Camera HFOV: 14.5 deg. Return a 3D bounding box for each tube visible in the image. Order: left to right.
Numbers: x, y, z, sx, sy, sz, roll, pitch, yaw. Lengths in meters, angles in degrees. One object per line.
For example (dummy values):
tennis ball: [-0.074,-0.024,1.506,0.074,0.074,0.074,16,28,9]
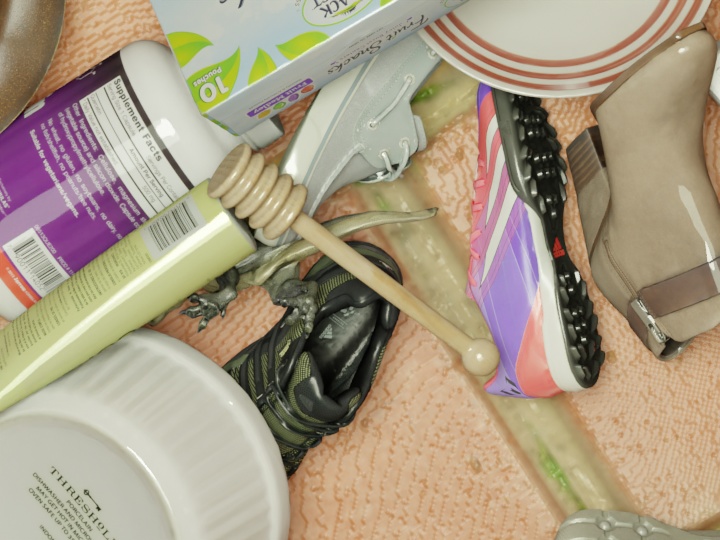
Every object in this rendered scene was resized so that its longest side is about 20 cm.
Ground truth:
tube: [-0.153,0.022,1.621,0.200,0.058,0.052,-34,75,4]

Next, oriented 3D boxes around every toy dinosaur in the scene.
toy dinosaur: [-0.056,0.003,1.661,0.199,0.088,0.048,-14,118,22]

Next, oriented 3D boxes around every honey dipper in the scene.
honey dipper: [0.000,0.000,1.607,0.200,0.038,0.038,37,97,-18]

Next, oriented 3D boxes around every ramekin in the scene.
ramekin: [-0.150,0.140,1.662,0.202,0.094,0.203,10,112,25]

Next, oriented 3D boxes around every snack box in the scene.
snack box: [-0.022,-0.185,1.577,0.200,0.053,0.143,-30,68,12]

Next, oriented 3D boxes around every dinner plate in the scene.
dinner plate: [0.112,-0.191,1.657,0.199,0.024,0.201,0,73,0]

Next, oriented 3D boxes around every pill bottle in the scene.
pill bottle: [-0.149,-0.060,1.669,0.200,0.112,0.113,-32,93,6]

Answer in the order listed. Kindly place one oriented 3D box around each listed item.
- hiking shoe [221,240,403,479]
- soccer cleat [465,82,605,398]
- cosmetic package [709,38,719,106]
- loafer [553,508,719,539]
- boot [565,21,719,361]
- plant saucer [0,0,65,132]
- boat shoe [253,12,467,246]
hiking shoe: [-0.044,0.074,1.677,0.076,0.101,0.200,31,97,-10]
soccer cleat: [0.088,-0.021,1.685,0.073,0.068,0.201,-12,91,26]
cosmetic package: [0.299,-0.148,1.651,0.200,0.074,0.102,-43,92,8]
loafer: [0.209,0.195,1.701,0.199,0.070,0.070,14,129,-1]
boot: [0.184,-0.037,1.622,0.070,0.200,0.147,-20,76,-21]
plant saucer: [-0.273,-0.155,1.669,0.199,0.032,0.201,-5,72,15]
boat shoe: [0.009,-0.091,1.654,0.071,0.070,0.201,31,74,-2]
